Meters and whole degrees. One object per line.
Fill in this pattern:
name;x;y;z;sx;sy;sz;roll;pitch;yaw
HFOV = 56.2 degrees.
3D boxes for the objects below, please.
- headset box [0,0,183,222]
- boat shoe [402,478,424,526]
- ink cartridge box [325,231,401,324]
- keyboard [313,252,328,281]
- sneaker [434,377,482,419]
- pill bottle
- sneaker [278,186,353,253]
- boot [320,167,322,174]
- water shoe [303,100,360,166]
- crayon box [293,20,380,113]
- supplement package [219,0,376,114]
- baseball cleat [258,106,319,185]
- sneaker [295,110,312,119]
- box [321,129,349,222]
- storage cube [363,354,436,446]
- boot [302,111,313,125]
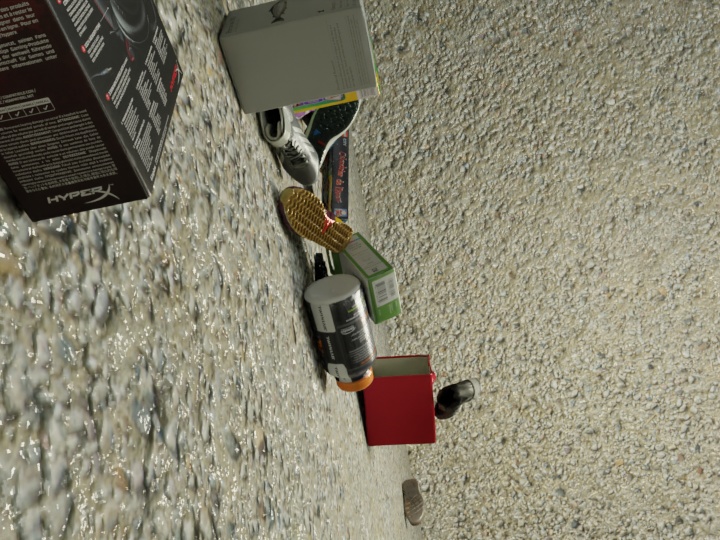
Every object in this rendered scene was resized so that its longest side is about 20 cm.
headset box;-0.172;-0.153;0.358;0.150;0.074;0.201;-96;173;-47
boat shoe;0.190;0.824;2.374;0.201;0.075;0.073;-86;167;-64
ink cartridge box;0.000;0.000;1.262;0.200;0.059;0.105;46;-26;50
keyboard;-0.064;0.048;1.340;0.105;0.039;0.201;75;6;-45
sneaker;0.221;0.328;1.703;0.200;0.090;0.067;-53;-132;51
pill bottle;-0.029;0.117;1.210;0.107;0.105;0.202;-90;168;-65
sneaker;-0.096;-0.094;1.175;0.090;0.075;0.200;31;-6;35
boot;-0.078;-0.293;1.724;0.108;0.074;0.202;80;1;-53
water shoe;-0.075;-0.268;1.285;0.071;0.201;0.079;32;12;-19
crayon box;-0.072;-0.350;1.178;0.119;0.197;0.059;73;8;-52
supplement package;-0.085;-0.318;0.966;0.118;0.197;0.118;-95;172;-51
baseball cleat;-0.126;-0.212;1.124;0.107;0.069;0.201;-83;153;-52
sneaker;-0.098;-0.350;1.377;0.201;0.113;0.073;-90;166;-70
box;-0.058;-0.195;1.494;0.137;0.037;0.203;142;-51;-74
storage cube;0.098;0.328;1.727;0.171;0.197;0.182;-74;159;-80
boot;-0.103;-0.306;1.483;0.200;0.068;0.176;142;-41;-68
